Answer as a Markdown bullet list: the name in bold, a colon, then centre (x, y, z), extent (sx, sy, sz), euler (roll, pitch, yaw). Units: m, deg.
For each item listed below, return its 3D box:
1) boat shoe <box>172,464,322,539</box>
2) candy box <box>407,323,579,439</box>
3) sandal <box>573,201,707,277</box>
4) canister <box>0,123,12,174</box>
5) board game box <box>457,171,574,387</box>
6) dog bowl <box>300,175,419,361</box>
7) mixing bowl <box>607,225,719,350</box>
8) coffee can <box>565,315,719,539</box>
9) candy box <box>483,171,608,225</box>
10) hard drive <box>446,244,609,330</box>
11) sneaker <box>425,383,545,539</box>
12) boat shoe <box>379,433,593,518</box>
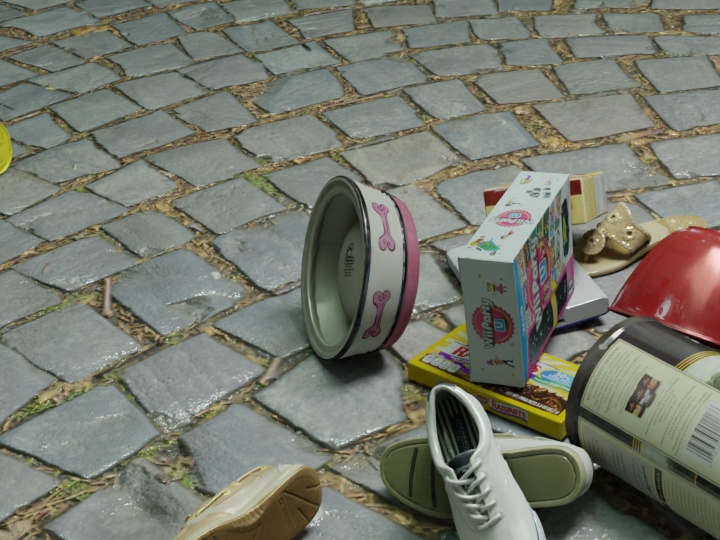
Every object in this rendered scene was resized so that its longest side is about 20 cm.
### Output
- **boat shoe**: centre (-0.121, 0.235, 1.203), extent (0.069, 0.075, 0.199), euler (5, 26, 44)
- **candy box**: centre (0.156, 0.112, 1.424), extent (0.199, 0.027, 0.102), euler (19, 34, 38)
- **sandal**: centre (0.328, -0.054, 1.661), extent (0.209, 0.070, 0.078), euler (-14, 29, -16)
- **canister**: centre (-0.650, -0.185, 2.065), extent (0.198, 0.088, 0.148), euler (14, 33, 35)
- **board game box**: centre (0.168, 0.005, 1.431), extent (0.063, 0.149, 0.200), euler (6, 31, 25)
- **dog bowl**: centre (0.000, 0.000, 1.499), extent (0.073, 0.203, 0.200), euler (4, 23, -21)
- **mixing bowl**: centre (0.358, 0.021, 1.370), extent (0.198, 0.110, 0.200), euler (18, 1, 0)
- **coffee can**: centre (0.301, 0.145, 1.207), extent (0.145, 0.148, 0.199), euler (-22, 33, -30)
- **candy box**: centre (0.222, -0.081, 1.609), extent (0.114, 0.056, 0.200), euler (-6, 5, 18)
- **hard drive**: centre (0.192, 0.012, 1.595), extent (0.130, 0.026, 0.200), euler (-16, 29, -7)
- **sneaker**: centre (0.098, 0.189, 1.167), extent (0.073, 0.071, 0.201), euler (-32, 57, 12)
- **boat shoe**: centre (0.117, 0.188, 1.252), extent (0.198, 0.076, 0.068), euler (0, 0, 26)
